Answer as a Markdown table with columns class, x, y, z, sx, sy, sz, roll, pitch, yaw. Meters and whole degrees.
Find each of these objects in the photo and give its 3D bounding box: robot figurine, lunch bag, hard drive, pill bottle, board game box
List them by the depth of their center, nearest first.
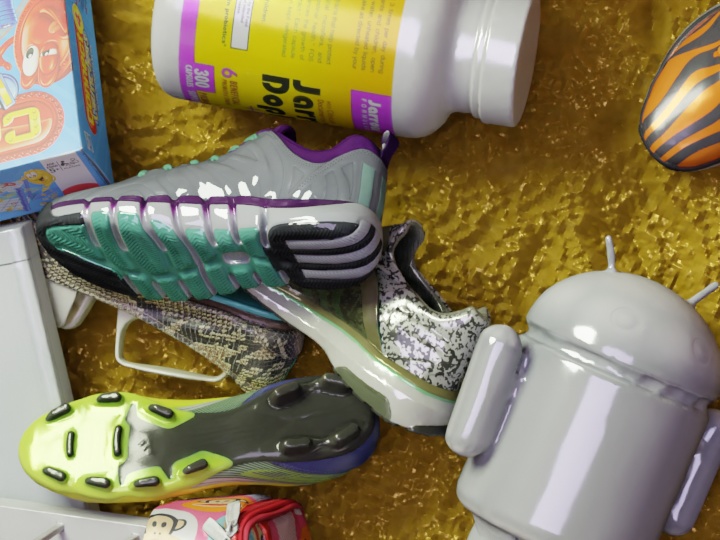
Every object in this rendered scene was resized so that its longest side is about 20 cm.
| class | x | y | z | sx | sy | sz | roll | pitch | yaw |
| --- | --- | --- | --- | --- | --- | --- | --- | --- | --- |
| lunch bag | -0.079 | 0.221 | 1.622 | 0.081 | 0.176 | 0.201 | 1 | 90 | 13 |
| robot figurine | 0.124 | 0.086 | 1.624 | 0.169 | 0.113 | 0.201 | 22 | 92 | -31 |
| pill bottle | -0.007 | -0.131 | 1.650 | 0.199 | 0.104 | 0.105 | 10 | 90 | 10 |
| board game box | -0.248 | -0.117 | 1.687 | 0.199 | 0.056 | 0.197 | -14 | 63 | 8 |
| hard drive | -0.225 | 0.081 | 1.697 | 0.131 | 0.027 | 0.201 | -9 | 100 | 17 |

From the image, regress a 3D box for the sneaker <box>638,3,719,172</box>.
| class | x | y | z | sx | sy | sz | roll | pitch | yaw |
| --- | --- | --- | --- | --- | --- | --- | --- | --- | --- |
| sneaker | 0.225 | -0.134 | 1.614 | 0.200 | 0.112 | 0.078 | -43 | 82 | 6 |

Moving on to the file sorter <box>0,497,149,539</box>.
| class | x | y | z | sx | sy | sz | roll | pitch | yaw |
| --- | --- | --- | --- | --- | --- | --- | --- | --- | --- |
| file sorter | -0.224 | 0.207 | 1.639 | 0.199 | 0.124 | 0.140 | 6 | 106 | 21 |

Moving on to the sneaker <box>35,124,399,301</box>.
| class | x | y | z | sx | sy | sz | roll | pitch | yaw |
| --- | --- | --- | --- | --- | --- | --- | --- | --- | --- |
| sneaker | -0.075 | -0.036 | 1.632 | 0.199 | 0.075 | 0.088 | 2 | 52 | 20 |

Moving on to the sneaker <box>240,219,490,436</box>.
| class | x | y | z | sx | sy | sz | roll | pitch | yaw |
| --- | --- | --- | --- | --- | --- | --- | --- | --- | --- |
| sneaker | 0.000 | 0.000 | 1.649 | 0.200 | 0.077 | 0.089 | 42 | 106 | 23 |

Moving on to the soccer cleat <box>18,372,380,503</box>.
| class | x | y | z | sx | sy | sz | roll | pitch | yaw |
| --- | --- | --- | --- | --- | --- | --- | --- | --- | --- |
| soccer cleat | -0.087 | 0.101 | 1.665 | 0.199 | 0.084 | 0.065 | -7 | 67 | -3 |

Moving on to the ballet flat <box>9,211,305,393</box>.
| class | x | y | z | sx | sy | sz | roll | pitch | yaw |
| --- | --- | --- | --- | --- | --- | --- | --- | --- | --- |
| ballet flat | -0.129 | 0.016 | 1.698 | 0.199 | 0.068 | 0.076 | 27 | 108 | 7 |
